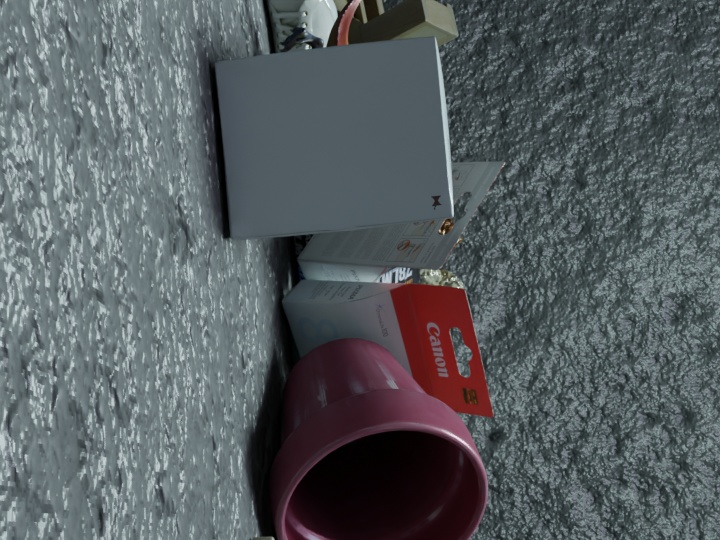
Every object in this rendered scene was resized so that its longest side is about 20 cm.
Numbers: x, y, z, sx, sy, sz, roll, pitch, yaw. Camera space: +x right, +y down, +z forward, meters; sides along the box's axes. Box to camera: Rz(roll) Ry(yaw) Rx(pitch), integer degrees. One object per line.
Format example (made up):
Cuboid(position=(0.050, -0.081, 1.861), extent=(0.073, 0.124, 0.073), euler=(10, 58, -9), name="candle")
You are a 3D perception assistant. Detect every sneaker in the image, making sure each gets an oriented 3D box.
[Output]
Cuboid(position=(-0.062, -0.242, 1.174), extent=(0.202, 0.072, 0.086), euler=(70, 31, -44), name="sneaker")

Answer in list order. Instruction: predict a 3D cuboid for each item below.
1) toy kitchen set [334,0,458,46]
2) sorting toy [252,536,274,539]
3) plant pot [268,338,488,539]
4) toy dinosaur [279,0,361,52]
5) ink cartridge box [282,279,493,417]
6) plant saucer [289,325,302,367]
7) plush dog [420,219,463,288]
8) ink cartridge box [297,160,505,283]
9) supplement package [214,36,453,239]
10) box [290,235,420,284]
Cuboid(position=(0.039, -0.366, 1.416), extent=(0.162, 0.179, 0.204), euler=(5, 69, -53), name="toy kitchen set")
Cuboid(position=(-0.052, 0.346, 0.817), extent=(0.199, 0.068, 0.204), euler=(-80, 165, -69), name="sorting toy")
Cuboid(position=(0.001, 0.168, 1.007), extent=(0.180, 0.196, 0.203), euler=(-115, -166, -55), name="plant pot")
Cuboid(position=(-0.030, -0.156, 1.109), extent=(0.182, 0.198, 0.106), euler=(47, 42, -26), name="toy dinosaur")
Cuboid(position=(0.028, 0.092, 1.097), extent=(0.047, 0.197, 0.162), euler=(-48, 131, -46), name="ink cartridge box")
Cuboid(position=(-0.051, 0.122, 1.178), extent=(0.070, 0.019, 0.204), euler=(-26, 115, -59), name="plant saucer")
Cuboid(position=(0.045, -0.026, 1.458), extent=(0.160, 0.197, 0.175), euler=(-18, 123, -63), name="plush dog")
Cuboid(position=(0.047, -0.048, 1.130), extent=(0.162, 0.198, 0.050), euler=(-57, 133, -30), name="ink cartridge box")
Cuboid(position=(-0.014, -0.112, 0.946), extent=(0.200, 0.187, 0.150), euler=(-41, 125, -84), name="supplement package")
Cuboid(position=(0.000, 0.000, 1.275), extent=(0.199, 0.049, 0.202), euler=(-22, 111, -49), name="box")
